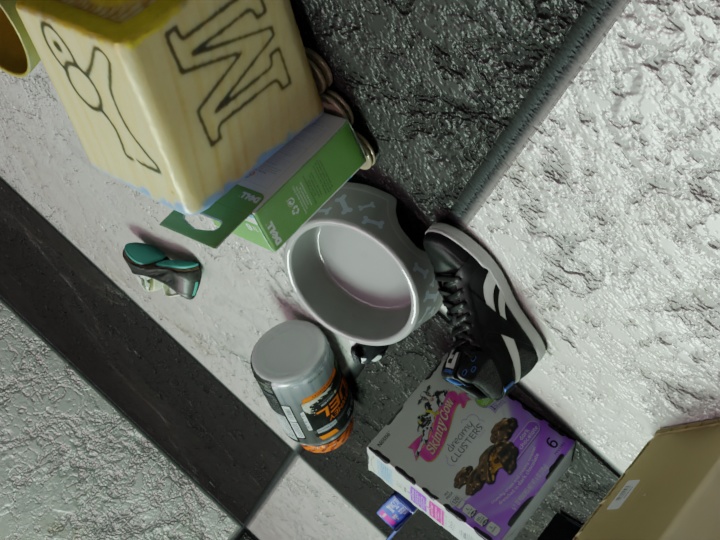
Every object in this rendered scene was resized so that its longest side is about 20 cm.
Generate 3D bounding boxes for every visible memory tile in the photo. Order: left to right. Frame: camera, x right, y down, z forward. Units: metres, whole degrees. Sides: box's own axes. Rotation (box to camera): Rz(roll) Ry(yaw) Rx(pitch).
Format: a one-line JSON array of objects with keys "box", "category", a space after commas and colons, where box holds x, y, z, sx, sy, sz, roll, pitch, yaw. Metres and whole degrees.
[{"box": [-0.070, -0.176, 1.316, 0.199, 0.017, 0.154, 11, 141, 54], "category": "memory tile"}]

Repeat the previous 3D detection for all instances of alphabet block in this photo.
[{"box": [-0.184, -0.209, 1.191, 0.194, 0.196, 0.202, 25, 146, 38], "category": "alphabet block"}]

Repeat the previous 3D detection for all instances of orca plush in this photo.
[{"box": [0.013, 0.045, 1.540, 0.106, 0.070, 0.202, -90, -13, -55], "category": "orca plush"}]

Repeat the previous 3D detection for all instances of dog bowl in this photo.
[{"box": [0.000, 0.000, 1.374, 0.198, 0.059, 0.202, 20, 135, 21], "category": "dog bowl"}]

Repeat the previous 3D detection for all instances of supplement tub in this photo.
[{"box": [-0.081, 0.180, 1.820, 0.122, 0.123, 0.201, 26, 153, 36], "category": "supplement tub"}]

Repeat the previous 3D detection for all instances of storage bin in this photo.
[{"box": [0.306, 0.252, 1.180, 0.094, 0.200, 0.198, 45, 158, -4], "category": "storage bin"}]

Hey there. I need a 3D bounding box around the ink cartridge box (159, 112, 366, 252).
[{"box": [-0.099, -0.082, 1.243, 0.103, 0.200, 0.060, 22, 150, 43], "category": "ink cartridge box"}]

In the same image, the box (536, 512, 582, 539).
[{"box": [0.314, 0.450, 1.642, 0.147, 0.104, 0.201, 26, 152, 37], "category": "box"}]

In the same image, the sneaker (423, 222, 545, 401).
[{"box": [0.112, 0.056, 1.285, 0.201, 0.112, 0.073, 51, 155, -18], "category": "sneaker"}]

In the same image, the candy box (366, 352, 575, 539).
[{"box": [0.133, 0.227, 1.476, 0.199, 0.168, 0.072, 34, 156, 22], "category": "candy box"}]

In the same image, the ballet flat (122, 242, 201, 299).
[{"box": [-0.335, 0.006, 2.004, 0.199, 0.067, 0.069, 19, 114, 47], "category": "ballet flat"}]

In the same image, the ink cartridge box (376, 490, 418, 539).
[{"box": [0.086, 0.271, 1.590, 0.042, 0.200, 0.120, 39, 157, 6], "category": "ink cartridge box"}]

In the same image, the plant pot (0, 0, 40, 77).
[{"box": [-0.411, -0.352, 1.423, 0.199, 0.142, 0.201, 35, 156, 18], "category": "plant pot"}]
